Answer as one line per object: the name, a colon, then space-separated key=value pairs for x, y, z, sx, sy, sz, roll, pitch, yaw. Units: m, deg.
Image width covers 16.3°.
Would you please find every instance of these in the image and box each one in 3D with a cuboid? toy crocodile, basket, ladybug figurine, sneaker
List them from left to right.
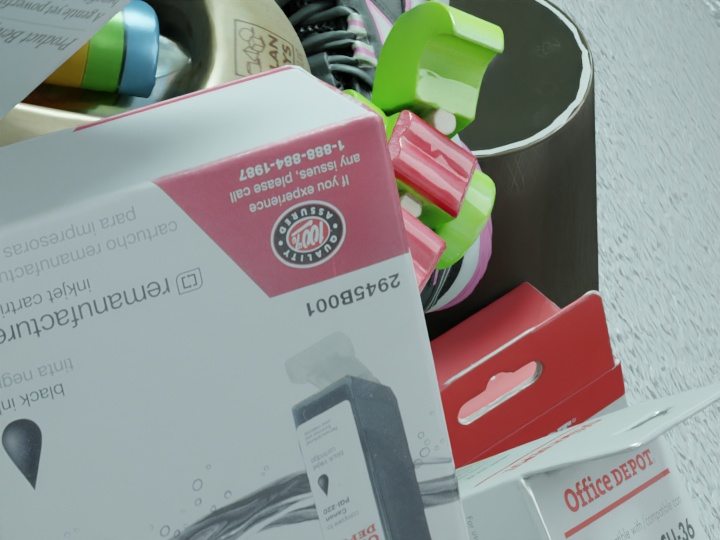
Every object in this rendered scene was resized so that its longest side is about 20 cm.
ladybug figurine: x=-0.111 y=-0.070 z=0.872 sx=0.199 sy=0.072 sz=0.136 roll=13 pitch=55 yaw=-22
sneaker: x=-0.003 y=-0.072 z=0.944 sx=0.201 sy=0.080 sz=0.086 roll=67 pitch=19 yaw=-7
toy crocodile: x=0.000 y=0.000 z=0.869 sx=0.067 sy=0.062 sz=0.201 roll=32 pitch=69 yaw=-19
basket: x=0.043 y=-0.019 z=1.121 sx=0.201 sy=0.135 sz=0.181 roll=88 pitch=22 yaw=-48

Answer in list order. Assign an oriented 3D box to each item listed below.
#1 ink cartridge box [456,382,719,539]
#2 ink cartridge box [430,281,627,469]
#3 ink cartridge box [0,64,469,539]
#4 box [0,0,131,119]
ink cartridge box: x=0.044 y=0.106 z=0.886 sx=0.116 sy=0.199 sz=0.068 roll=-21 pitch=88 yaw=-59
ink cartridge box: x=0.053 y=0.089 z=1.062 sx=0.067 sy=0.116 sz=0.201 roll=43 pitch=-24 yaw=42
ink cartridge box: x=-0.051 y=0.058 z=0.753 sx=0.085 sy=0.145 sz=0.201 roll=-145 pitch=-140 yaw=-64
box: x=-0.160 y=-0.160 z=0.702 sx=0.200 sy=0.171 sz=0.199 roll=57 pitch=21 yaw=16
